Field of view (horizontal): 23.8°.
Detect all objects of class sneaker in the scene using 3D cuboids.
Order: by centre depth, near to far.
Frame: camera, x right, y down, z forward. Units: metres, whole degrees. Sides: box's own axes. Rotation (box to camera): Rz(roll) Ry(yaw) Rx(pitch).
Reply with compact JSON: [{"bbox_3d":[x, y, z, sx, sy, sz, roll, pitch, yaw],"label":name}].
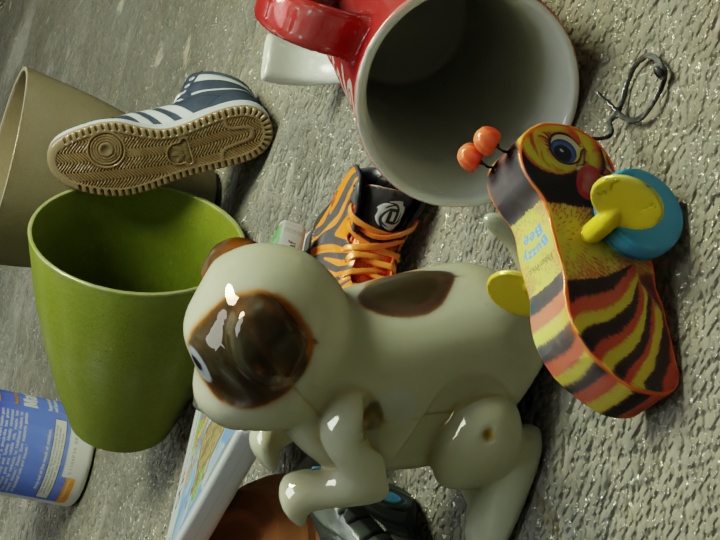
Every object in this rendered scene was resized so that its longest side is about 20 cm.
[{"bbox_3d":[0.003,0.180,1.021,0.200,0.073,0.082,-132,58,-66],"label":"sneaker"},{"bbox_3d":[0.000,0.000,1.136,0.200,0.077,0.112,-102,32,-49],"label":"sneaker"},{"bbox_3d":[-0.182,-0.126,1.542,0.109,0.199,0.070,-109,10,-63],"label":"sneaker"}]

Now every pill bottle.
[{"bbox_3d":[-0.394,0.182,1.834,0.112,0.199,0.112,-48,35,49],"label":"pill bottle"}]

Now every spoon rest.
[{"bbox_3d":[0.004,-0.179,1.290,0.200,0.060,0.100,-13,65,52],"label":"spoon rest"}]

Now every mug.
[{"bbox_3d":[0.030,-0.151,1.050,0.133,0.178,0.200,-40,24,7],"label":"mug"}]

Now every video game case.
[{"bbox_3d":[-0.090,0.092,1.181,0.200,0.022,0.183,120,164,-47],"label":"video game case"}]

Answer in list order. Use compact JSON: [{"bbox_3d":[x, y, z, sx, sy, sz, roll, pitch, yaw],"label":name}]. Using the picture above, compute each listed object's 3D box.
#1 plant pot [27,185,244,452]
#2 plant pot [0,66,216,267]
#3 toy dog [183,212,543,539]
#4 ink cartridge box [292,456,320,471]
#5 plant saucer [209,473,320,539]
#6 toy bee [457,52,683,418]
[{"bbox_3d":[-0.204,0.054,1.514,0.187,0.186,0.201,-110,25,-55],"label":"plant pot"},{"bbox_3d":[-0.245,-0.075,1.620,0.187,0.199,0.188,-165,90,-72],"label":"plant pot"},{"bbox_3d":[0.000,0.052,0.936,0.140,0.199,0.194,-107,37,-53],"label":"toy dog"},{"bbox_3d":[-0.061,0.242,1.208,0.200,0.047,0.160,-47,31,21],"label":"ink cartridge box"},{"bbox_3d":[-0.090,0.231,1.178,0.200,0.037,0.201,-40,33,34],"label":"plant saucer"},{"bbox_3d":[0.099,-0.025,0.867,0.200,0.108,0.131,-101,31,-48],"label":"toy bee"}]
